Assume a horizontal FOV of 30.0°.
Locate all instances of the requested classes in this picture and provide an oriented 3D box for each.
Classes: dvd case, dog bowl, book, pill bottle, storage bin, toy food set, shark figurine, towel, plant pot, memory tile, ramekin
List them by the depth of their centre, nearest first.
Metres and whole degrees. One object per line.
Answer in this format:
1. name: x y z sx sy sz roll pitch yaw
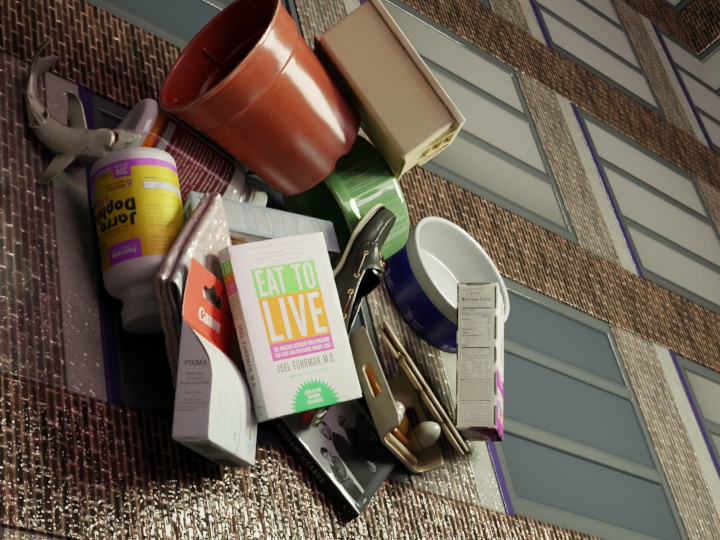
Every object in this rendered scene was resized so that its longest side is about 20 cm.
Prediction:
1. towel: -0.180 0.041 1.549 0.192 0.032 0.202 -69 157 -56
2. book: -0.084 0.065 1.559 0.132 0.048 0.202 -9 80 -37
3. pill bottle: -0.253 -0.034 1.564 0.104 0.104 0.202 9 63 -47
4. shark figurine: -0.362 -0.174 1.645 0.214 0.128 0.089 45 1 27
5. plant pot: -0.114 -0.211 1.680 0.195 0.200 0.202 45 30 -29
6. dvd case: -0.042 0.196 1.681 0.201 0.025 0.150 51 31 -3
7. pill bottle: -0.221 -0.118 1.705 0.199 0.113 0.114 35 34 -23
8. toy food set: 0.050 0.168 1.739 0.145 0.060 0.200 68 7 29
9. storage bin: 0.033 -0.232 1.747 0.201 0.093 0.199 54 -3 2
10. memory tile: 0.081 0.154 1.783 0.201 0.017 0.153 58 0 1
11. ramekin: -0.019 -0.090 1.835 0.097 0.200 0.201 -28 77 -21
12. dog bowl: 0.131 0.022 2.044 0.199 0.079 0.201 33 34 -27

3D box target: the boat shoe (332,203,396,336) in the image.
1. boat shoe: 0.000 0.002 1.683 0.062 0.074 0.202 21 56 14

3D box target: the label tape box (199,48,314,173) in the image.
1. label tape box: -0.129 -0.219 1.846 0.143 0.200 0.064 -2 56 -52

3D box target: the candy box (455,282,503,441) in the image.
1. candy box: 0.166 0.129 1.864 0.136 0.060 0.203 56 35 -73

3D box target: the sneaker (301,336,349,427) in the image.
1. sneaker: -0.064 0.112 1.662 0.084 0.077 0.201 20 36 -13

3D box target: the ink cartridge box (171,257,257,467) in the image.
1. ink cartridge box: -0.152 0.104 1.484 0.160 0.047 0.203 51 41 -67

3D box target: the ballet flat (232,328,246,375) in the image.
1. ballet flat: -0.114 0.071 1.618 0.074 0.068 0.202 16 58 -10

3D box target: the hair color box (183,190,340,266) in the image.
1. hair color box: -0.136 -0.027 1.684 0.198 0.099 0.061 12 40 -27
